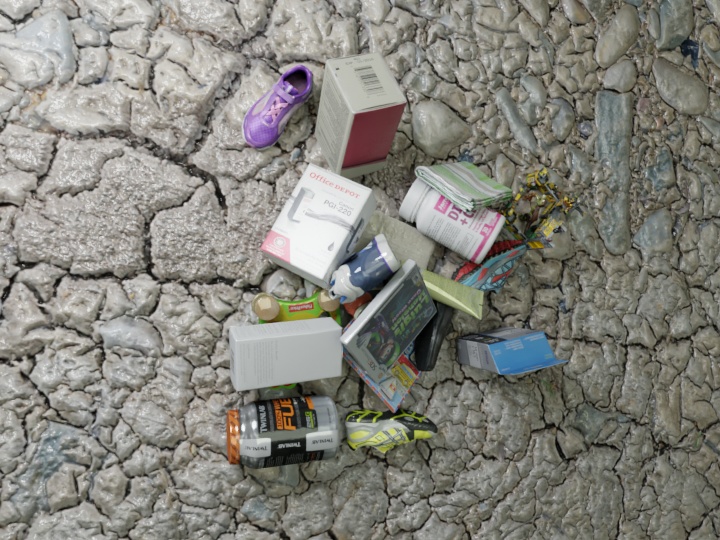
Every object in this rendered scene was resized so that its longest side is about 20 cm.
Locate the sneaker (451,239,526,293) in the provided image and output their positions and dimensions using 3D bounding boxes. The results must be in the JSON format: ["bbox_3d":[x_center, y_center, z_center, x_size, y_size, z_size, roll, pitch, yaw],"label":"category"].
[{"bbox_3d":[0.299,0.003,1.160,0.200,0.079,0.096,-31,113,-11],"label":"sneaker"}]

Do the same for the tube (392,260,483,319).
[{"bbox_3d":[0.164,0.039,1.058,0.199,0.052,0.058,21,90,-5],"label":"tube"}]

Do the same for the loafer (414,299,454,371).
[{"bbox_3d":[0.170,0.124,1.095,0.072,0.073,0.201,21,75,-24],"label":"loafer"}]

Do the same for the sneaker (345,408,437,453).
[{"bbox_3d":[0.063,0.338,1.067,0.199,0.075,0.077,5,94,-9],"label":"sneaker"}]

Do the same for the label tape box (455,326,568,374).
[{"bbox_3d":[0.316,0.168,1.085,0.143,0.200,0.066,-9,90,-19],"label":"label tape box"}]

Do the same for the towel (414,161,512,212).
[{"bbox_3d":[0.221,-0.185,1.058,0.149,0.031,0.200,42,38,23],"label":"towel"}]

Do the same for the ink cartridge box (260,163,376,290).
[{"bbox_3d":[-0.077,-0.086,0.985,0.145,0.085,0.200,25,77,14],"label":"ink cartridge box"}]

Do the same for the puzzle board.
[{"bbox_3d":[0.050,0.173,1.064,0.200,0.017,0.151,49,55,-12],"label":"puzzle board"}]

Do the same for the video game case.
[{"bbox_3d":[0.062,0.103,0.974,0.200,0.023,0.182,-49,142,-15],"label":"video game case"}]

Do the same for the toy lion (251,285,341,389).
[{"bbox_3d":[-0.134,0.135,1.006,0.199,0.069,0.192,-7,98,-20],"label":"toy lion"}]

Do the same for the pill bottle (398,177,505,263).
[{"bbox_3d":[0.188,-0.109,1.064,0.200,0.113,0.114,30,79,8],"label":"pill bottle"}]

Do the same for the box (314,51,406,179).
[{"bbox_3d":[-0.007,-0.287,0.966,0.109,0.200,0.128,-18,70,-19],"label":"box"}]

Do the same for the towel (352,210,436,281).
[{"bbox_3d":[0.061,-0.044,1.089,0.200,0.034,0.133,23,83,-18],"label":"towel"}]

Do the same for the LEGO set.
[{"bbox_3d":[0.423,-0.142,1.172,0.200,0.116,0.154,-40,101,-16],"label":"LEGO set"}]

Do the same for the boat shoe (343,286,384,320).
[{"bbox_3d":[0.046,0.062,1.045,0.200,0.063,0.071,-5,130,-45],"label":"boat shoe"}]

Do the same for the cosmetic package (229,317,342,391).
[{"bbox_3d":[-0.137,0.152,0.943,0.199,0.074,0.102,-3,105,-23],"label":"cosmetic package"}]

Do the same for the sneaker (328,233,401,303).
[{"bbox_3d":[0.000,0.000,0.971,0.146,0.200,0.081,-31,94,5],"label":"sneaker"}]

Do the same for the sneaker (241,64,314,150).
[{"bbox_3d":[-0.157,-0.326,0.989,0.080,0.088,0.200,38,78,-16],"label":"sneaker"}]

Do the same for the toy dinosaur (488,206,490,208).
[{"bbox_3d":[0.245,-0.148,1.133,0.200,0.077,0.102,51,61,-16],"label":"toy dinosaur"}]

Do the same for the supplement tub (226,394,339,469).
[{"bbox_3d":[-0.148,0.304,0.960,0.199,0.122,0.123,-1,89,-20],"label":"supplement tub"}]
